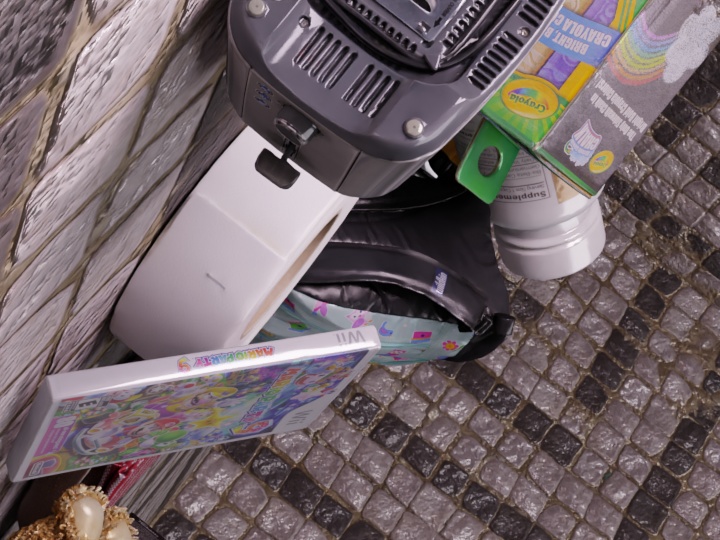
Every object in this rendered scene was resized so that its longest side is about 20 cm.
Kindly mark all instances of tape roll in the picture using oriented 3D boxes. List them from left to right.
[{"bbox_3d":[-0.070,-0.018,0.983,0.202,0.071,0.202,-52,178,-2],"label":"tape roll"}]

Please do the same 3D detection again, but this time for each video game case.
[{"bbox_3d":[-0.102,0.081,0.932,0.200,0.018,0.143,-8,158,-26],"label":"video game case"}]

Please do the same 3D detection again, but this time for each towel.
[{"bbox_3d":[-0.165,0.135,1.237,0.145,0.022,0.200,-51,178,42],"label":"towel"}]

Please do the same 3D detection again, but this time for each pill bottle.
[{"bbox_3d":[0.136,-0.096,1.239,0.114,0.114,0.200,-51,136,-37],"label":"pill bottle"}]

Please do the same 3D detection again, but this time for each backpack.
[{"bbox_3d":[0.000,0.000,1.171,0.127,0.200,0.167,121,-36,-46],"label":"backpack"}]

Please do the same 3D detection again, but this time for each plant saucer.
[{"bbox_3d":[-0.198,0.131,1.181,0.200,0.034,0.200,-51,179,-2],"label":"plant saucer"}]

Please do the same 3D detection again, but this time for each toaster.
[{"bbox_3d":[0.021,-0.123,0.682,0.200,0.114,0.129,-54,-178,-16],"label":"toaster"}]

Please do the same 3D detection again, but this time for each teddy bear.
[{"bbox_3d":[-0.238,0.218,1.036,0.200,0.067,0.145,-49,156,7],"label":"teddy bear"}]

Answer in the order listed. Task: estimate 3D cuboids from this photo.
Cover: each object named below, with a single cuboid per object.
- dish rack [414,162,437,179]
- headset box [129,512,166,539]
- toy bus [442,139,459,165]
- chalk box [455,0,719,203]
[{"bbox_3d":[-0.017,-0.024,1.274,0.200,0.172,0.044,-54,-142,6],"label":"dish rack"},{"bbox_3d":[-0.368,0.448,2.212,0.149,0.075,0.200,-52,178,10],"label":"headset box"},{"bbox_3d":[0.041,-0.109,1.402,0.192,0.136,0.200,-37,178,7],"label":"toy bus"},{"bbox_3d":[0.130,-0.139,1.058,0.200,0.124,0.124,-51,150,6],"label":"chalk box"}]
